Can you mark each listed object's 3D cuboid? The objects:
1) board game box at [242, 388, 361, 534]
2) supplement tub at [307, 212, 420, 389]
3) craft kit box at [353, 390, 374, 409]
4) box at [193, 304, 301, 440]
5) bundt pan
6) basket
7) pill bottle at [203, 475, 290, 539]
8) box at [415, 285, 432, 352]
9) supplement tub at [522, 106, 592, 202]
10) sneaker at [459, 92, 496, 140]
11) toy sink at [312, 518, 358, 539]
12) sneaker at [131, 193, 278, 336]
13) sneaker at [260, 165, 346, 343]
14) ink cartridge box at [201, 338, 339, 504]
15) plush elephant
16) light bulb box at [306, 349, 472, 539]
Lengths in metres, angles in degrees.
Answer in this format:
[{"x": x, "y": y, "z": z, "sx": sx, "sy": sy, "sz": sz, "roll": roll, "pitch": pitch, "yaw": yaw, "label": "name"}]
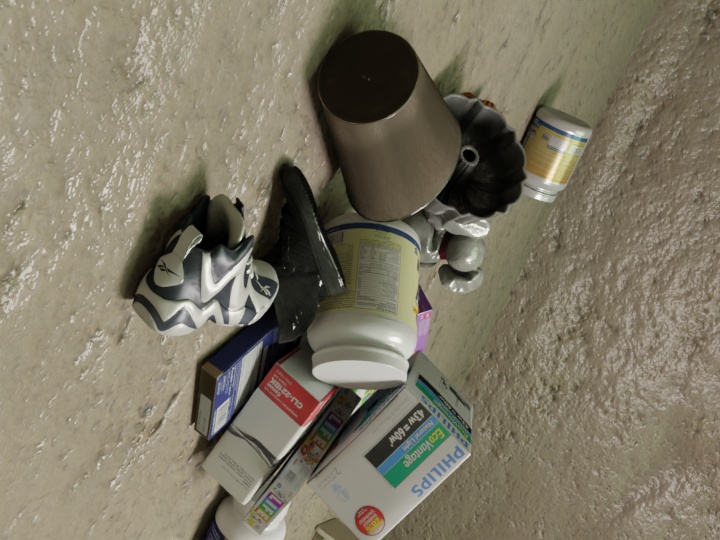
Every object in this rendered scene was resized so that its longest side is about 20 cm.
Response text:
[{"x": -0.081, "y": 0.270, "z": 1.083, "sx": 0.135, "sy": 0.034, "sz": 0.200, "roll": -54, "pitch": 177, "yaw": 41, "label": "board game box"}, {"x": 0.005, "y": 0.042, "z": 0.987, "sx": 0.145, "sy": 0.143, "sz": 0.202, "roll": 78, "pitch": 15, "yaw": -65, "label": "supplement tub"}, {"x": -0.013, "y": 0.226, "z": 1.301, "sx": 0.197, "sy": 0.048, "sz": 0.202, "roll": -37, "pitch": 151, "yaw": -54, "label": "craft kit box"}, {"x": -0.142, "y": 0.120, "z": 0.998, "sx": 0.200, "sy": 0.032, "sz": 0.122, "roll": -41, "pitch": 154, "yaw": -47, "label": "box"}, {"x": 0.147, "y": -0.157, "z": 1.128, "sx": 0.202, "sy": 0.202, "sz": 0.076, "roll": -51, "pitch": -176, "yaw": -27, "label": "bundt pan"}, {"x": 0.032, "y": -0.173, "z": 0.872, "sx": 0.181, "sy": 0.135, "sz": 0.200, "roll": -52, "pitch": 158, "yaw": -7, "label": "basket"}, {"x": -0.188, "y": 0.432, "z": 1.211, "sx": 0.119, "sy": 0.119, "sz": 0.202, "roll": -16, "pitch": 132, "yaw": -65, "label": "pill bottle"}, {"x": 0.077, "y": 0.079, "z": 1.374, "sx": 0.039, "sy": 0.138, "sz": 0.201, "roll": -16, "pitch": 145, "yaw": -15, "label": "box"}, {"x": 0.466, "y": -0.286, "z": 1.855, "sx": 0.144, "sy": 0.144, "sz": 0.202, "roll": -27, "pitch": 143, "yaw": -60, "label": "supplement tub"}, {"x": 0.190, "y": -0.258, "z": 1.260, "sx": 0.201, "sy": 0.077, "sz": 0.113, "roll": -62, "pitch": 154, "yaw": -43, "label": "sneaker"}, {"x": -0.070, "y": 0.769, "z": 2.041, "sx": 0.113, "sy": 0.130, "sz": 0.200, "roll": -58, "pitch": 163, "yaw": -4, "label": "toy sink"}, {"x": -0.127, "y": -0.016, "z": 0.750, "sx": 0.198, "sy": 0.079, "sz": 0.130, "roll": -6, "pitch": 133, "yaw": -57, "label": "sneaker"}, {"x": -0.084, "y": -0.015, "z": 0.881, "sx": 0.060, "sy": 0.103, "sz": 0.201, "roll": -99, "pitch": 169, "yaw": -61, "label": "sneaker"}, {"x": -0.112, "y": 0.205, "z": 1.044, "sx": 0.201, "sy": 0.083, "sz": 0.144, "roll": -54, "pitch": 172, "yaw": 18, "label": "ink cartridge box"}, {"x": 0.145, "y": -0.057, "z": 1.241, "sx": 0.201, "sy": 0.153, "sz": 0.166, "roll": -68, "pitch": 173, "yaw": -49, "label": "plush elephant"}, {"x": 0.049, "y": 0.242, "z": 1.057, "sx": 0.198, "sy": 0.125, "sz": 0.200, "roll": -46, "pitch": 178, "yaw": 12, "label": "light bulb box"}]
